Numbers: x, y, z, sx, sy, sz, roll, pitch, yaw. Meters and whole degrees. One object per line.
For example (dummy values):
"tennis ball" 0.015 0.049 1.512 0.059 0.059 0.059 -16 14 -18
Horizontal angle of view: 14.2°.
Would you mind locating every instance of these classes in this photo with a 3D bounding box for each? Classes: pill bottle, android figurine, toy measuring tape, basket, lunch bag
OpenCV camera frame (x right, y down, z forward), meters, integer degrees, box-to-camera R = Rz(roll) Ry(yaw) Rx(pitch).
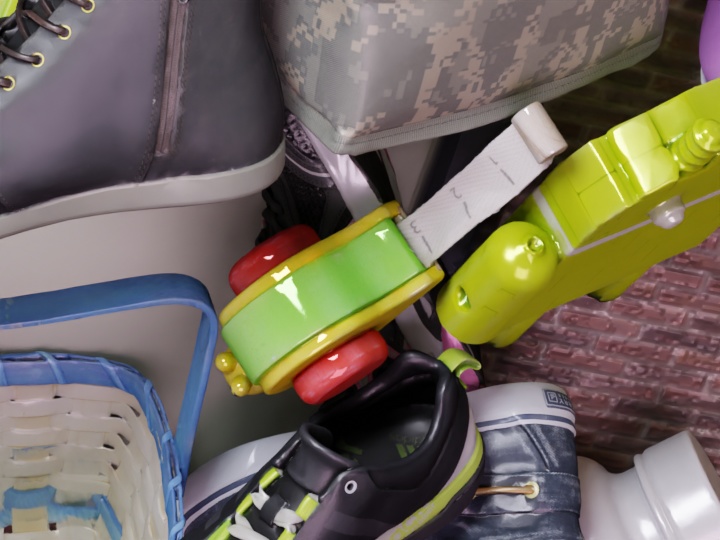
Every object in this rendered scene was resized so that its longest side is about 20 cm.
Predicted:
"pill bottle" 0.082 0.154 1.339 0.200 0.111 0.111 -27 123 9
"android figurine" 0.117 -0.026 1.198 0.182 0.041 0.200 -21 168 -30
"toy measuring tape" 0.000 0.000 1.151 0.073 0.074 0.200 28 136 -24
"basket" -0.151 0.085 1.237 0.176 0.139 0.200 -6 131 -13
"lunch bag" 0.053 -0.153 1.130 0.200 0.118 0.164 -13 128 -35

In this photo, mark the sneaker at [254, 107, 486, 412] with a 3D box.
"sneaker" -0.016 -0.002 1.243 0.086 0.080 0.200 -23 122 7

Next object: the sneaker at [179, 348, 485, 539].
"sneaker" -0.030 0.096 1.188 0.200 0.072 0.083 -38 145 -24

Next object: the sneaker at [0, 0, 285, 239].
"sneaker" -0.129 -0.074 1.066 0.200 0.075 0.106 -10 120 -13

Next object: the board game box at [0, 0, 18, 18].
"board game box" -0.091 -0.177 1.104 0.048 0.102 0.200 17 118 -19

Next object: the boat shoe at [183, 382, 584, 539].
"boat shoe" 0.005 0.117 1.284 0.200 0.091 0.071 -17 155 23

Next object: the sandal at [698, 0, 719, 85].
"sandal" 0.166 -0.167 1.169 0.050 0.083 0.203 15 115 -10
